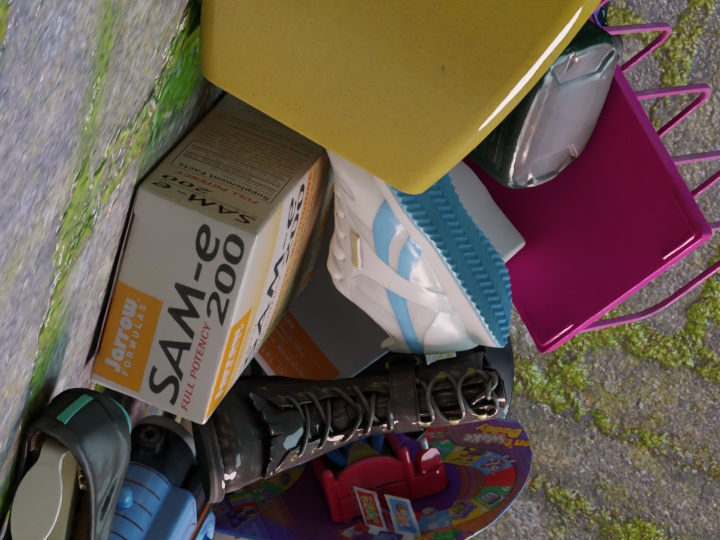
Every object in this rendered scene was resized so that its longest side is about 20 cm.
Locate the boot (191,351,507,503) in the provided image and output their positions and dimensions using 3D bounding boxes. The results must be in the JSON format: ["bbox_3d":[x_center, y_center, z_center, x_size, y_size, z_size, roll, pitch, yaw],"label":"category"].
[{"bbox_3d":[-0.003,0.078,1.523,0.200,0.173,0.070,-43,124,-80],"label":"boot"}]

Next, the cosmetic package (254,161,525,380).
[{"bbox_3d":[0.000,0.000,1.648,0.071,0.102,0.200,-40,-179,-41],"label":"cosmetic package"}]

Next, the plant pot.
[{"bbox_3d":[0.024,-0.163,1.368,0.177,0.200,0.200,-61,178,34],"label":"plant pot"}]

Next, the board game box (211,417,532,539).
[{"bbox_3d":[0.004,0.110,1.610,0.158,0.199,0.039,-43,130,-44],"label":"board game box"}]

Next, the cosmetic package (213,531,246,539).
[{"bbox_3d":[-0.057,0.196,1.916,0.200,0.051,0.083,-24,-156,34],"label":"cosmetic package"}]

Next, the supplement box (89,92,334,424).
[{"bbox_3d":[-0.072,-0.019,1.492,0.200,0.073,0.126,-55,164,-60],"label":"supplement box"}]

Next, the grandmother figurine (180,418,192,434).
[{"bbox_3d":[-0.126,0.167,1.738,0.121,0.060,0.201,40,69,-74],"label":"grandmother figurine"}]

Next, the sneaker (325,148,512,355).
[{"bbox_3d":[0.014,-0.026,1.484,0.200,0.080,0.077,61,30,-34],"label":"sneaker"}]

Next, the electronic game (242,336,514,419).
[{"bbox_3d":[0.007,0.070,1.837,0.042,0.199,0.201,66,47,-76],"label":"electronic game"}]

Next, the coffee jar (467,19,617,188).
[{"bbox_3d":[0.052,-0.142,1.574,0.085,0.200,0.105,-21,140,-44],"label":"coffee jar"}]

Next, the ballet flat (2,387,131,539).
[{"bbox_3d":[-0.169,0.157,1.380,0.068,0.068,0.201,-24,126,-66],"label":"ballet flat"}]

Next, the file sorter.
[{"bbox_3d":[0.146,-0.076,1.644,0.139,0.201,0.125,-38,162,35],"label":"file sorter"}]

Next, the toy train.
[{"bbox_3d":[-0.141,0.172,1.531,0.114,0.086,0.200,94,19,-51],"label":"toy train"}]

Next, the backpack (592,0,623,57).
[{"bbox_3d":[0.093,-0.244,1.784,0.200,0.134,0.183,54,37,-48],"label":"backpack"}]
